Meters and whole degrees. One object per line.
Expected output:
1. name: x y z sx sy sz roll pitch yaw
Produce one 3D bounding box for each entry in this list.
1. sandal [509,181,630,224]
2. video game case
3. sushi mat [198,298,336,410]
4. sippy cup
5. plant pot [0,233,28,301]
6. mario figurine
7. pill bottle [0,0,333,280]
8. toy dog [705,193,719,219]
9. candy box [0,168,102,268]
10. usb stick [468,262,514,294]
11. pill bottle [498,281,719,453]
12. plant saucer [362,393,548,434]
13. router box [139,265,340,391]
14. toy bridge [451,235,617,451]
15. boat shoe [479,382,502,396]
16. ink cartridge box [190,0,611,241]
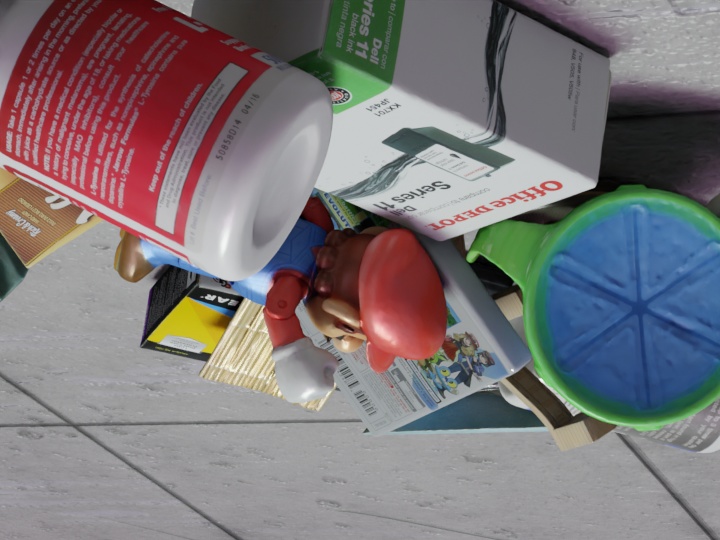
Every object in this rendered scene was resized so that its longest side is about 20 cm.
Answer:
1. sandal: 0.177 -0.010 1.498 0.199 0.055 0.082 16 156 -18
2. video game case: 0.000 0.000 1.472 0.201 0.022 0.182 55 148 -3
3. sushi mat: -0.027 0.018 1.586 0.095 0.012 0.200 19 129 -17
4. sippy cup: 0.157 0.021 1.393 0.139 0.179 0.130 -29 -179 -2
5. plant pot: -0.322 -0.022 1.493 0.195 0.201 0.200 -19 146 33
6. mario figurine: -0.044 0.011 1.401 0.199 0.124 0.106 21 175 10
7. pill bottle: -0.123 -0.084 1.199 0.199 0.113 0.112 26 161 13
8. toy dog: 0.296 0.017 1.414 0.192 0.141 0.200 3 161 3
9. candy box: -0.184 -0.088 1.363 0.116 0.057 0.200 -33 155 -6
10. usb stick: 0.054 0.011 1.617 0.199 0.033 0.056 15 138 -17
11. pill bottle: 0.201 0.058 1.577 0.199 0.115 0.114 15 157 -15
12. plant saucer: 0.101 0.103 1.779 0.199 0.039 0.201 -1 175 0
13. router box: -0.042 0.034 1.685 0.199 0.051 0.149 13 157 -16
14. toy bridge: 0.088 0.023 1.486 0.027 0.201 0.067 -32 -175 -38
15. boat shoe: 0.161 0.085 1.678 0.199 0.057 0.069 2 173 -18
16. ink cartridge box: 0.020 -0.098 1.303 0.199 0.084 0.146 22 155 -32
